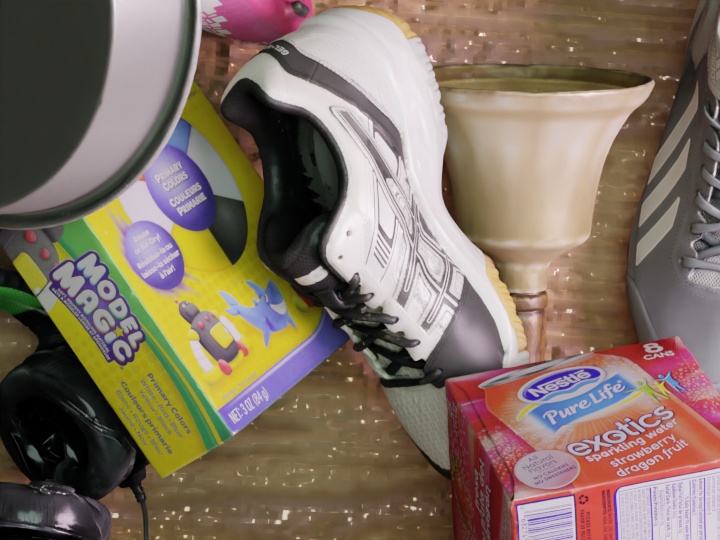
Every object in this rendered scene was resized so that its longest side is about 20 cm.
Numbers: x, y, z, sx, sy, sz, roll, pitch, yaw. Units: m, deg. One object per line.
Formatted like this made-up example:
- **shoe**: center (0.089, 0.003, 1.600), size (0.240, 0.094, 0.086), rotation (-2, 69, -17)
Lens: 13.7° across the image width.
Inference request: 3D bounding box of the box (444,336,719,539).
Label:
- **box**: center (0.095, 0.138, 1.171), size (0.100, 0.095, 0.200), rotation (-10, 120, -10)

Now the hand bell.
- **hand bell**: center (0.067, 0.019, 1.232), size (0.104, 0.104, 0.200), rotation (-2, 101, -9)

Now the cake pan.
- **cake pan**: center (-0.149, -0.108, 1.090), size (0.200, 0.037, 0.200), rotation (10, 111, 29)

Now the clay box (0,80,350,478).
- **clay box**: center (-0.093, -0.030, 1.182), size (0.048, 0.115, 0.200), rotation (-31, 95, 34)

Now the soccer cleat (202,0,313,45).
- **soccer cleat**: center (-0.099, -0.137, 1.177), size (0.086, 0.200, 0.070), rotation (-27, 55, 23)

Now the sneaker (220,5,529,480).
- **sneaker**: center (0.000, 0.000, 1.179), size (0.088, 0.076, 0.200), rotation (-27, 99, -41)

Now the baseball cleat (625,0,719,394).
- **baseball cleat**: center (0.149, -0.046, 1.224), size (0.070, 0.106, 0.200), rotation (6, 81, 5)

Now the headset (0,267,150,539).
- **headset**: center (-0.110, 0.081, 1.172), size (0.200, 0.094, 0.124), rotation (43, 53, -32)
